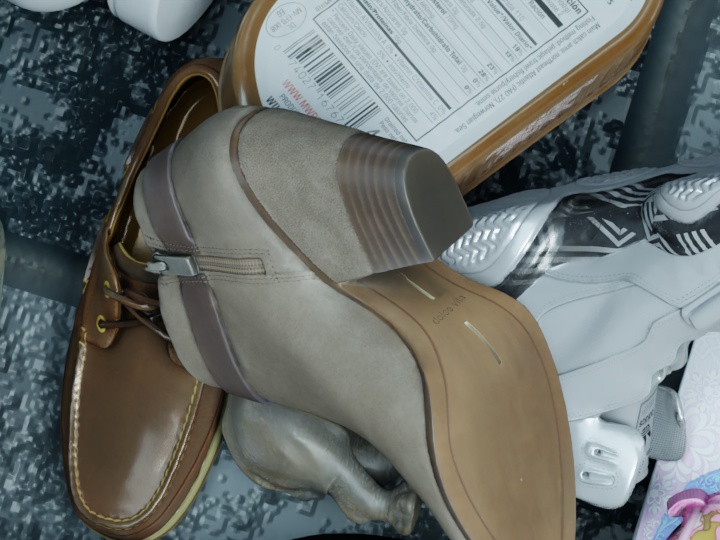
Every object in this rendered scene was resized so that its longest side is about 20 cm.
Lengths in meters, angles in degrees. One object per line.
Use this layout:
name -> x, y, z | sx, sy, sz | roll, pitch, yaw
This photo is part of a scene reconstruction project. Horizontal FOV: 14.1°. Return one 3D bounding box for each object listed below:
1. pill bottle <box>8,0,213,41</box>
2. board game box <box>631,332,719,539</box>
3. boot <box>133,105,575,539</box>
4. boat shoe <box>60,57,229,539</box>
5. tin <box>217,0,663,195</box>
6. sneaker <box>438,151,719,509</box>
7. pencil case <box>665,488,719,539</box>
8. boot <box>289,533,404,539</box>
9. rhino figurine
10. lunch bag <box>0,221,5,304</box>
pill bottle -> -0.145, -0.175, 1.187 | 0.199, 0.112, 0.112 | 29, 88, 12
board game box -> 0.216, 0.083, 1.133 | 0.199, 0.041, 0.201 | 16, 85, 11
boot -> -0.007, 0.032, 1.088 | 0.146, 0.070, 0.201 | -6, 105, 45
boat shoe -> -0.083, 0.009, 1.175 | 0.072, 0.068, 0.201 | 13, 85, 12
tin -> 0.035, -0.096, 1.154 | 0.200, 0.042, 0.112 | -37, 84, -19
sneaker -> 0.118, 0.020, 1.083 | 0.199, 0.075, 0.116 | -10, 99, 30
pencil case -> 0.189, 0.155, 1.066 | 0.199, 0.083, 0.087 | 25, 61, 11
boot -> -0.041, 0.195, 1.154 | 0.199, 0.069, 0.175 | -4, 87, 12
rhino figurine -> 0.000, 0.000, 1.169 | 0.087, 0.060, 0.201 | 11, 83, 7
lunch bag -> -0.241, 0.049, 1.158 | 0.167, 0.139, 0.201 | 4, 82, 9
